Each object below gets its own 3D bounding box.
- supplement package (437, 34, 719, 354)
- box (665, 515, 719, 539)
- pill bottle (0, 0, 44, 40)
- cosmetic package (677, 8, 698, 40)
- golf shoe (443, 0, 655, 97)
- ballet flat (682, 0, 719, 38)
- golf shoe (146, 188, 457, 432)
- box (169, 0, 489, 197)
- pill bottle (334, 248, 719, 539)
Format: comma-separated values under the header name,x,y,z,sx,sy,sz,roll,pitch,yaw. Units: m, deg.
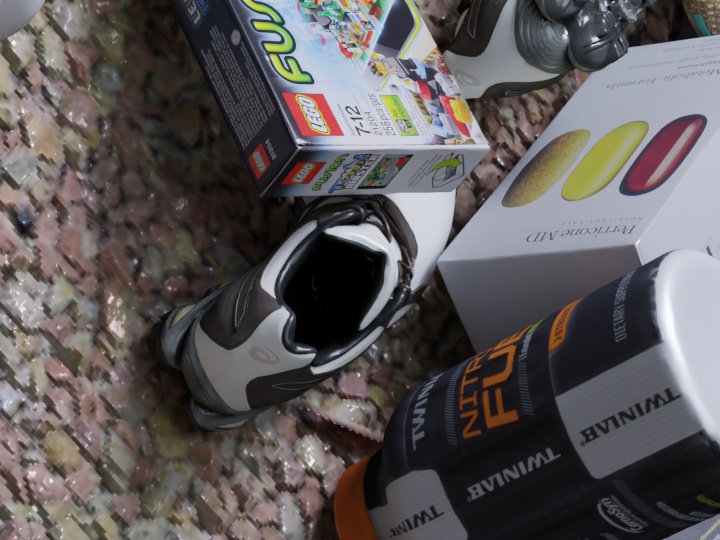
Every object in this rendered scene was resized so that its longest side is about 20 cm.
name,x,y,z,sx,sy,sz,roll,pitch,yaw
supplement package,0.143,-0.018,1.084,0.200,0.113,0.110,-50,124,-44
box,0.137,0.187,1.040,0.200,0.050,0.158,-43,106,-16
pill bottle,-0.156,-0.167,0.905,0.111,0.111,0.200,39,56,-25
cosmetic package,0.275,-0.136,1.195,0.107,0.200,0.090,31,60,-29
golf shoe,0.090,-0.140,1.124,0.078,0.094,0.200,59,25,-9
ballet flat,0.222,-0.198,1.160,0.065,0.070,0.201,35,72,-36
golf shoe,0.000,0.000,0.999,0.078,0.094,0.200,54,49,-12
box,-0.031,-0.122,0.999,0.110,0.035,0.200,-4,57,-41
pill bottle,0.082,0.078,0.967,0.106,0.200,0.107,34,40,-35
